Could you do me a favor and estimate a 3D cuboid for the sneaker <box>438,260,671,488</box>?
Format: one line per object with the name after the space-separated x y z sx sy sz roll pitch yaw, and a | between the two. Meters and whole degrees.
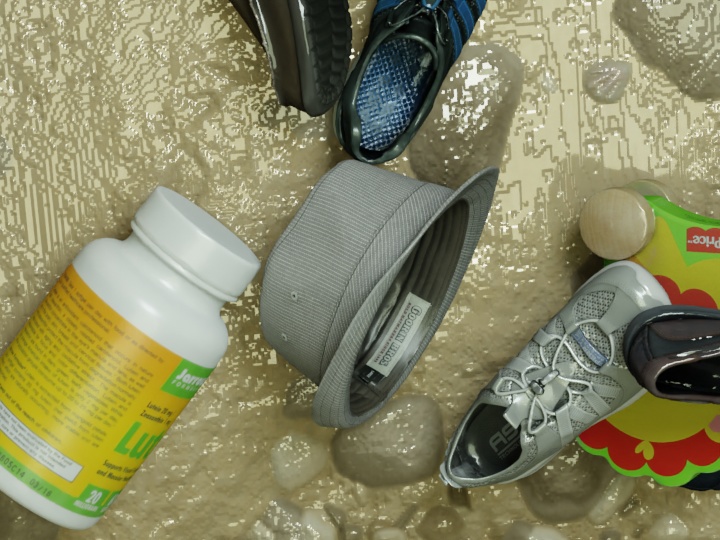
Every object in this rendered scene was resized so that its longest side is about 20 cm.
0.123 0.077 1.403 0.075 0.082 0.200 45 125 14 | sneaker

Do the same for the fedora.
0.000 0.000 1.383 0.090 0.177 0.200 32 140 15 | fedora

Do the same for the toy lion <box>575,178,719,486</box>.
0.216 0.042 1.418 0.199 0.069 0.192 3 100 27 | toy lion

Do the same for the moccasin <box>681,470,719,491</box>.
0.271 0.064 1.470 0.068 0.081 0.200 24 120 -38 | moccasin

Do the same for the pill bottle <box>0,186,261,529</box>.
-0.153 0.051 1.394 0.111 0.111 0.200 36 97 -13 | pill bottle

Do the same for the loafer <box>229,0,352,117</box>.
-0.060 -0.190 1.377 0.071 0.073 0.201 -12 93 23 | loafer

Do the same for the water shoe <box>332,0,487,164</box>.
0.044 -0.157 1.385 0.071 0.079 0.201 18 100 -10 | water shoe

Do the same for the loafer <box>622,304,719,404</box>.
0.257 0.060 1.333 0.199 0.063 0.072 2 113 -1 | loafer
